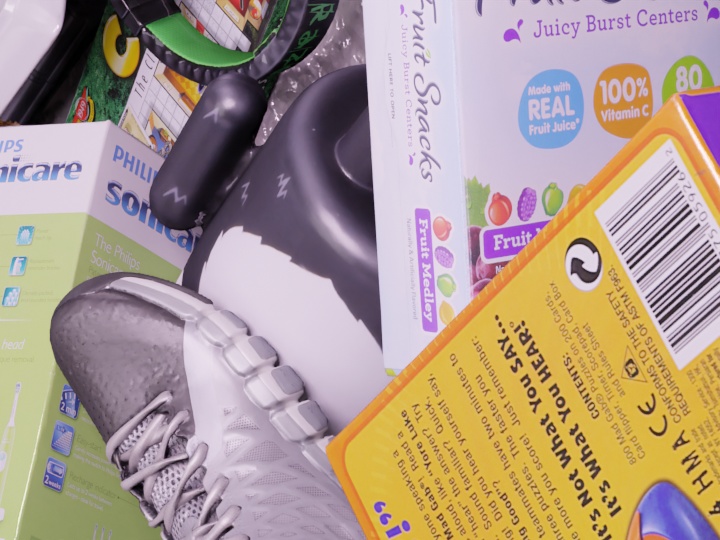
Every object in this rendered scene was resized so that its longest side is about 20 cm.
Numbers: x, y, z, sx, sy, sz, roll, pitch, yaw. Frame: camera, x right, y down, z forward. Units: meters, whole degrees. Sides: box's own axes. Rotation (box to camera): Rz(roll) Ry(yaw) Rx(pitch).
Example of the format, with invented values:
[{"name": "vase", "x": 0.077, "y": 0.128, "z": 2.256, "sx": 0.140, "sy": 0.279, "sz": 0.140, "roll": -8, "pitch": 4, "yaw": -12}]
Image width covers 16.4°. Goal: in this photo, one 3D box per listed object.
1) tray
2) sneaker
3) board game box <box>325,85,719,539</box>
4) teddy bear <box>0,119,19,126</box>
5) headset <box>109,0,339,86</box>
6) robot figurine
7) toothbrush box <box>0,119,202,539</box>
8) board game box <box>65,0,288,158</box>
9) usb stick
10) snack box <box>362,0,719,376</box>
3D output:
[{"name": "tray", "x": -0.158, "y": -0.159, "z": 1.140, "sx": 0.107, "sy": 0.022, "sz": 0.201, "roll": -46, "pitch": 33, "yaw": 46}, {"name": "sneaker", "x": -0.058, "y": 0.088, "z": 0.904, "sx": 0.200, "sy": 0.115, "sz": 0.075, "roll": 40, "pitch": 129, "yaw": 11}, {"name": "board game box", "x": 0.151, "y": 0.074, "z": 0.748, "sx": 0.200, "sy": 0.199, "sz": 0.200, "roll": -47, "pitch": 63, "yaw": 45}, {"name": "teddy bear", "x": -0.146, "y": 0.025, "z": 1.174, "sx": 0.066, "sy": 0.145, "sz": 0.201, "roll": 11, "pitch": 116, "yaw": 7}, {"name": "headset", "x": -0.073, "y": -0.175, "z": 1.053, "sx": 0.200, "sy": 0.094, "sz": 0.123, "roll": 55, "pitch": 135, "yaw": 7}, {"name": "robot figurine", "x": 0.000, "y": 0.002, "z": 0.973, "sx": 0.200, "sy": 0.124, "sz": 0.151, "roll": -52, "pitch": 45, "yaw": 42}, {"name": "toothbrush box", "x": -0.115, "y": 0.057, "z": 1.042, "sx": 0.086, "sy": 0.146, "sz": 0.201, "roll": 0, "pitch": 70, "yaw": 33}, {"name": "board game box", "x": -0.077, "y": -0.105, "z": 1.127, "sx": 0.105, "sy": 0.023, "sz": 0.200, "roll": 51, "pitch": 133, "yaw": 34}, {"name": "usb stick", "x": -0.176, "y": -0.091, "z": 1.239, "sx": 0.200, "sy": 0.033, "sz": 0.056, "roll": -47, "pitch": 54, "yaw": 44}, {"name": "snack box", "x": 0.070, "y": -0.070, "z": 0.860, "sx": 0.053, "sy": 0.142, "sz": 0.201, "roll": 6, "pitch": 103, "yaw": 50}]
